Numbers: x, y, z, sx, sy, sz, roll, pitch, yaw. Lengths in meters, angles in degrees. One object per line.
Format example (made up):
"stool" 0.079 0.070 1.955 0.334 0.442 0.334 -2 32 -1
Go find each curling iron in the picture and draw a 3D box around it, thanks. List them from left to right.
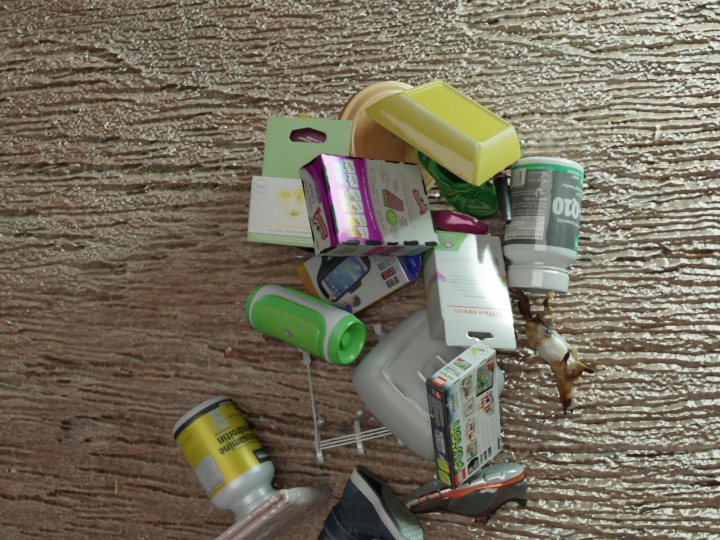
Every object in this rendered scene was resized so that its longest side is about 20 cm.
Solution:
"curling iron" 0.222 -0.152 1.245 0.026 0.050 0.200 6 54 -2

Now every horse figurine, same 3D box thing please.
"horse figurine" 0.297 0.113 1.215 0.050 0.133 0.200 -27 70 -15

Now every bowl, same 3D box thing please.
"bowl" 0.112 0.166 1.218 0.200 0.075 0.200 44 69 9

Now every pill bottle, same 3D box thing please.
"pill bottle" -0.208 0.310 1.270 0.112 0.112 0.200 -38 74 4
"pill bottle" 0.283 -0.067 1.231 0.113 0.113 0.200 5 85 11

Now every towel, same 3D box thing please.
"towel" -0.148 0.395 1.211 0.191 0.200 0.032 -38 71 4

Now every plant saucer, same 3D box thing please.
"plant saucer" 0.053 -0.204 1.273 0.200 0.032 0.201 -2 96 -25
"plant saucer" 0.136 -0.219 1.170 0.200 0.200 0.048 36 123 14

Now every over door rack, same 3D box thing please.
"over door rack" -0.011 0.201 1.283 0.148 0.067 0.200 -14 69 7

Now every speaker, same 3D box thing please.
"speaker" -0.091 0.084 1.266 0.200 0.088 0.089 19 87 34

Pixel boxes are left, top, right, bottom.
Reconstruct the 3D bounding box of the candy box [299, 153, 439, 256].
"candy box" 0.015 -0.092 1.164 0.061 0.200 0.137 -25 71 47

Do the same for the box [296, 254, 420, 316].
"box" 0.000 0.000 1.278 0.200 0.041 0.119 -32 79 28

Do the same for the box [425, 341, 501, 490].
"box" 0.152 0.212 1.140 0.110 0.200 0.035 -31 39 -29

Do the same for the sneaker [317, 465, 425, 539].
"sneaker" 0.011 0.409 1.202 0.077 0.202 0.146 33 90 -28

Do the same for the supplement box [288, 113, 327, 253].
"supplement box" -0.090 -0.141 1.309 0.086 0.110 0.200 22 88 13

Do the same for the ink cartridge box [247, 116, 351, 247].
"ink cartridge box" -0.093 -0.138 1.219 0.145 0.048 0.200 6 93 12

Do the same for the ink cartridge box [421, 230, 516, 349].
"ink cartridge box" 0.163 0.042 1.208 0.117 0.067 0.200 5 57 -12

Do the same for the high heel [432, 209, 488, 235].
"high heel" 0.104 -0.049 1.280 0.200 0.067 0.096 8 75 16

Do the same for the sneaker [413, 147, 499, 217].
"sneaker" 0.159 -0.139 1.235 0.074 0.200 0.084 -49 37 5

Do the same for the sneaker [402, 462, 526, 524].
"sneaker" 0.165 0.362 1.225 0.200 0.077 0.082 -17 91 11
